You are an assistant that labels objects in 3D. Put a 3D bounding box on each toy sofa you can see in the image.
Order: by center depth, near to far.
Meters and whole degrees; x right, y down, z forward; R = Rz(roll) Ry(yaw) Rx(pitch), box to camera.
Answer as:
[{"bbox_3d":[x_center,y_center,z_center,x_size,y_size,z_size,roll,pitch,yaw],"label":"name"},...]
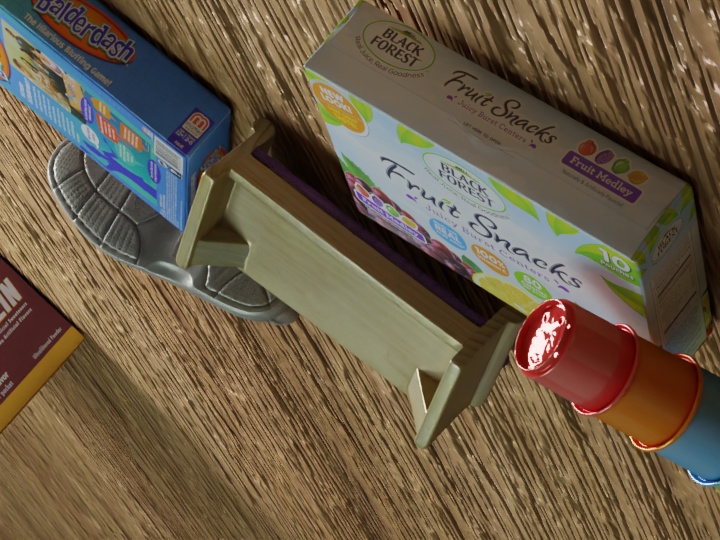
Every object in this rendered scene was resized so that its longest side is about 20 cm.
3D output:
[{"bbox_3d":[0.000,0.000,1.524,0.200,0.098,0.083,37,139,14],"label":"toy sofa"}]

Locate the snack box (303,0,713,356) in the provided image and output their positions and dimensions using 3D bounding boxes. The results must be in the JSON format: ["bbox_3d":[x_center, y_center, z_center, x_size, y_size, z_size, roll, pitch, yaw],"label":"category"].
[{"bbox_3d":[0.074,-0.035,1.280,0.200,0.053,0.142,32,161,26],"label":"snack box"}]

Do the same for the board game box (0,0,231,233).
[{"bbox_3d":[-0.169,-0.120,1.629,0.200,0.045,0.152,39,164,7],"label":"board game box"}]

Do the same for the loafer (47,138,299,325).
[{"bbox_3d":[-0.124,-0.020,1.755,0.200,0.072,0.063,32,169,19],"label":"loafer"}]

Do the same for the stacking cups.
[{"bbox_3d":[0.158,0.075,1.241,0.200,0.061,0.060,25,172,-28],"label":"stacking cups"}]

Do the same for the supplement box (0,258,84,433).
[{"bbox_3d":[-0.386,0.049,2.406,0.197,0.133,0.200,44,164,-11],"label":"supplement box"}]
